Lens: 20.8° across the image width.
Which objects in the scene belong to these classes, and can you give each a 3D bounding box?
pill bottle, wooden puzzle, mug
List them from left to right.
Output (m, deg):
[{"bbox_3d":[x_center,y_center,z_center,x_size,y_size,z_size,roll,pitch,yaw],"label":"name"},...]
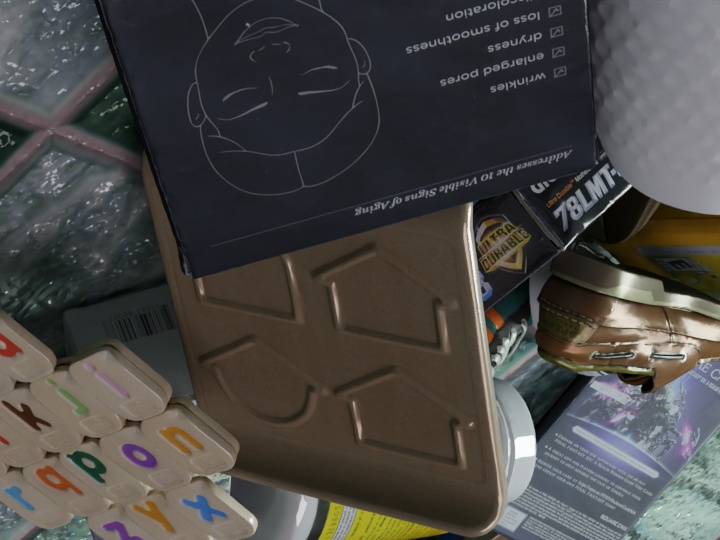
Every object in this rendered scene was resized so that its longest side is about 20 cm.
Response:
[{"bbox_3d":[-0.012,0.025,0.990,0.046,0.184,0.202,-44,136,-47],"label":"wooden puzzle"},{"bbox_3d":[0.011,0.118,1.255,0.199,0.113,0.113,-3,141,-35],"label":"pill bottle"},{"bbox_3d":[0.177,-0.136,0.902,0.200,0.146,0.177,-56,156,-51],"label":"mug"}]

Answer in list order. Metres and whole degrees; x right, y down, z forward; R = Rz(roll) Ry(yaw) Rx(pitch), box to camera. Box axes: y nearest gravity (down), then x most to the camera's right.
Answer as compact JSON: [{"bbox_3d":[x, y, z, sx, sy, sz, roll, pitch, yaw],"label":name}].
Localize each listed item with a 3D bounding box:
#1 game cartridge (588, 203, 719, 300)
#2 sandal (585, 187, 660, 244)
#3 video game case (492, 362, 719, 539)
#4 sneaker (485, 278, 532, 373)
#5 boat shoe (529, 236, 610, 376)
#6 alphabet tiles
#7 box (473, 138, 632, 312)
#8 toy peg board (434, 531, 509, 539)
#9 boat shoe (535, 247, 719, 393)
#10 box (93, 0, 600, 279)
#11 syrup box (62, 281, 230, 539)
[{"bbox_3d":[0.264,0.004,1.212,0.199,0.033,0.176,3,155,45],"label":"game cartridge"},{"bbox_3d":[0.182,-0.092,1.124,0.054,0.082,0.201,-26,155,-40],"label":"sandal"},{"bbox_3d":[0.184,0.125,1.420,0.142,0.019,0.200,30,103,-40],"label":"video game case"},{"bbox_3d":[0.056,0.058,1.208,0.199,0.080,0.072,-24,153,-37],"label":"sneaker"},{"bbox_3d":[0.152,0.020,1.254,0.056,0.069,0.200,2,163,19],"label":"boat shoe"},{"bbox_3d":[-0.154,0.091,1.056,0.195,0.015,0.199,41,142,-23],"label":"alphabet tiles"},{"bbox_3d":[0.096,-0.034,1.043,0.198,0.050,0.200,-38,176,-37],"label":"box"},{"bbox_3d":[0.098,0.250,1.558,0.200,0.098,0.199,-38,132,13],"label":"toy peg board"},{"bbox_3d":[0.168,0.036,1.179,0.199,0.072,0.069,15,96,-45],"label":"boat shoe"},{"bbox_3d":[-0.010,-0.122,0.841,0.198,0.125,0.197,-15,140,-2],"label":"box"},{"bbox_3d":[-0.124,0.101,1.156,0.078,0.082,0.201,-16,147,-16],"label":"syrup box"}]
